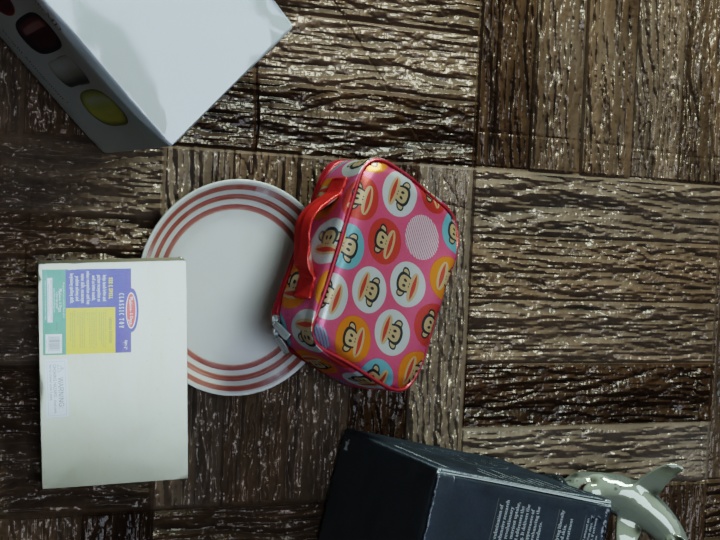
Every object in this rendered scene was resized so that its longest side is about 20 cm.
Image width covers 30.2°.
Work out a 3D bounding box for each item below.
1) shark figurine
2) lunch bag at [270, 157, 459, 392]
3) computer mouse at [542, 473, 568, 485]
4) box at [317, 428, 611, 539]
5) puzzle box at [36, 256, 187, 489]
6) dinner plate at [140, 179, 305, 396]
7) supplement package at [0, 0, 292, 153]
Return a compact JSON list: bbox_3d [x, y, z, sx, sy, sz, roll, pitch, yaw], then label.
[{"bbox_3d":[0.319,0.287,1.446,0.127,0.089,0.216,-32,91,6],"label":"shark figurine"},{"bbox_3d":[0.000,0.000,1.247,0.176,0.081,0.202,34,69,-40],"label":"lunch bag"},{"bbox_3d":[0.204,0.254,1.329,0.034,0.200,0.059,-3,100,-6],"label":"computer mouse"},{"bbox_3d":[0.094,0.240,1.266,0.195,0.200,0.125,16,87,-25],"label":"box"},{"bbox_3d":[-0.219,0.089,1.184,0.131,0.025,0.203,-1,97,-16],"label":"puzzle box"},{"bbox_3d":[-0.116,0.016,1.248,0.198,0.024,0.203,-1,93,-25],"label":"dinner plate"},{"bbox_3d":[-0.197,-0.215,1.097,0.147,0.200,0.192,-47,110,-16],"label":"supplement package"}]
